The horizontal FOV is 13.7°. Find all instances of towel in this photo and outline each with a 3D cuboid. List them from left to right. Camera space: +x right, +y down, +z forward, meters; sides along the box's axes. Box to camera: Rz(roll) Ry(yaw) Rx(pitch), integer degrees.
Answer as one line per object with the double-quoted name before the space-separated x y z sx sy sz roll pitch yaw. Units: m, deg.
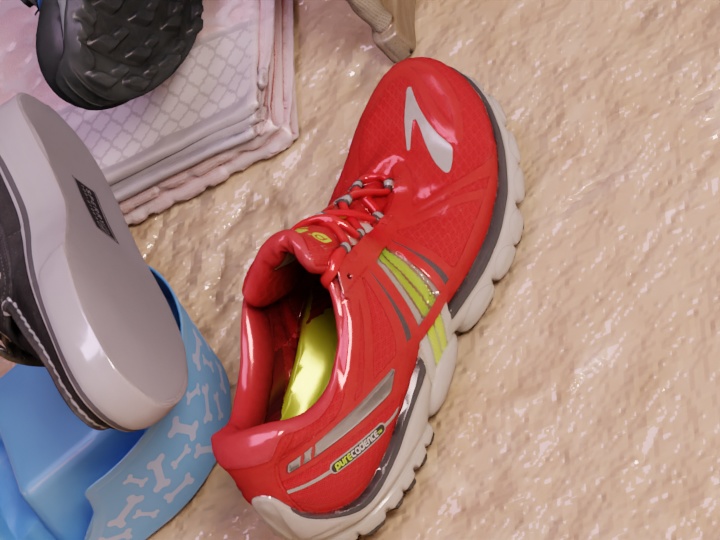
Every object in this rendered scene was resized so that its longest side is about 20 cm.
"towel" -0.116 -0.092 1.304 0.199 0.032 0.192 -26 45 23

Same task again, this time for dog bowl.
"dog bowl" -0.133 0.083 1.168 0.200 0.050 0.112 -39 42 10

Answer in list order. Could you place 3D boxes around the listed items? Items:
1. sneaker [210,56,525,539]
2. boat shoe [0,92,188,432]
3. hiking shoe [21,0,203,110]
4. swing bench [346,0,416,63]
"sneaker" 0.000 0.000 1.088 0.077 0.085 0.201 -6 56 37
"boat shoe" -0.115 0.006 1.130 0.057 0.069 0.200 -42 34 11
"hiking shoe" -0.116 -0.127 1.264 0.087 0.074 0.201 -31 34 26
"swing bench" 0.039 -0.205 1.127 0.199 0.199 0.130 -14 51 32
